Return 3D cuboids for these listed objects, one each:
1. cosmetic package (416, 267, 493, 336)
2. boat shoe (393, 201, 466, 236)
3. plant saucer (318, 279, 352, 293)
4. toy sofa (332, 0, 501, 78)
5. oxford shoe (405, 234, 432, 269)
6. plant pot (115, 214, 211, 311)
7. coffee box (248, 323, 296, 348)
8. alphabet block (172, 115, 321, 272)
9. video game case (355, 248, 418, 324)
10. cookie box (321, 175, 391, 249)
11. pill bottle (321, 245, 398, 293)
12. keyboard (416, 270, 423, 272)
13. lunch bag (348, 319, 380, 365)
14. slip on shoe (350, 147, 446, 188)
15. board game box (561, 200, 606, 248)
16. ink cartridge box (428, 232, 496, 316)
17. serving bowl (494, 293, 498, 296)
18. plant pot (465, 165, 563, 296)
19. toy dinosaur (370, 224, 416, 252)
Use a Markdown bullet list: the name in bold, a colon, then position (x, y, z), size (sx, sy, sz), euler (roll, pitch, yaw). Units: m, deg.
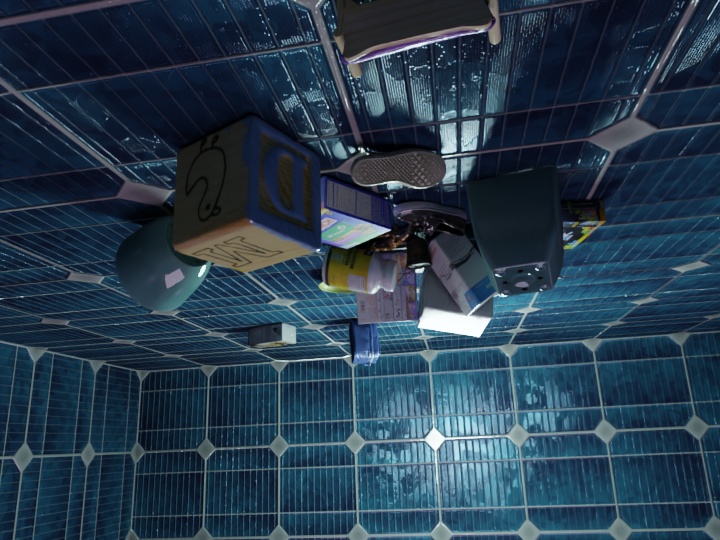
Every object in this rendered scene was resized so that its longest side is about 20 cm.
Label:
- **cosmetic package**: position (0.270, 0.073, 1.627), size (0.193, 0.170, 0.166), euler (9, 155, 1)
- **boat shoe**: position (0.167, -0.114, 1.333), size (0.194, 0.069, 0.070), euler (6, 161, -28)
- **plant saucer**: position (-0.041, 0.035, 1.853), size (0.192, 0.032, 0.201), euler (-3, 163, -1)
- **toy sofa**: position (0.069, -0.292, 0.686), size (0.193, 0.101, 0.083), euler (-8, 162, 15)
- **oxford shoe**: position (0.151, -0.048, 1.477), size (0.070, 0.088, 0.200), euler (-7, 173, 0)
- **plant pot**: position (-0.436, -0.033, 1.308), size (0.159, 0.207, 0.197), euler (-30, 150, 34)
- **coffee box**: position (-0.403, 0.299, 2.573), size (0.194, 0.083, 0.112), euler (-11, 162, 27)
- **alphabet block**: position (-0.201, -0.126, 1.023), size (0.195, 0.202, 0.194), euler (-14, 158, 32)
- **video game case**: position (0.074, 0.046, 1.623), size (0.174, 0.208, 0.046), euler (-3, -167, 5)
- **cookie box**: position (-0.055, -0.122, 1.260), size (0.196, 0.078, 0.169), euler (13, 158, -39)
- **pill bottle**: position (0.000, 0.000, 1.531), size (0.193, 0.116, 0.112), euler (9, 166, 12)
- **keyboard**: position (0.174, -0.006, 1.784), size (0.193, 0.011, 0.056), euler (2, 163, -15)
- **lunch bag**: position (0.023, 0.320, 2.495), size (0.127, 0.207, 0.137), euler (-2, 159, -9)
- **slip on shoe**: position (0.071, -0.196, 1.078), size (0.193, 0.077, 0.061), euler (-5, -161, -14)
- **board game box**: position (0.491, -0.109, 1.415), size (0.159, 0.059, 0.201), euler (-3, 163, -3)
- **ink cartridge box**: position (0.263, 0.001, 1.476), size (0.082, 0.202, 0.146), euler (-32, 168, -12)
- **serving bowl**: position (0.360, 0.013, 1.746), size (0.193, 0.068, 0.201), euler (9, 156, 4)
- **plant pot**: position (0.338, -0.065, 1.206), size (0.190, 0.206, 0.197), euler (-9, 145, 20)
- **toy dinosaur**: position (0.072, -0.069, 1.479), size (0.103, 0.063, 0.198), euler (6, 161, -31)
